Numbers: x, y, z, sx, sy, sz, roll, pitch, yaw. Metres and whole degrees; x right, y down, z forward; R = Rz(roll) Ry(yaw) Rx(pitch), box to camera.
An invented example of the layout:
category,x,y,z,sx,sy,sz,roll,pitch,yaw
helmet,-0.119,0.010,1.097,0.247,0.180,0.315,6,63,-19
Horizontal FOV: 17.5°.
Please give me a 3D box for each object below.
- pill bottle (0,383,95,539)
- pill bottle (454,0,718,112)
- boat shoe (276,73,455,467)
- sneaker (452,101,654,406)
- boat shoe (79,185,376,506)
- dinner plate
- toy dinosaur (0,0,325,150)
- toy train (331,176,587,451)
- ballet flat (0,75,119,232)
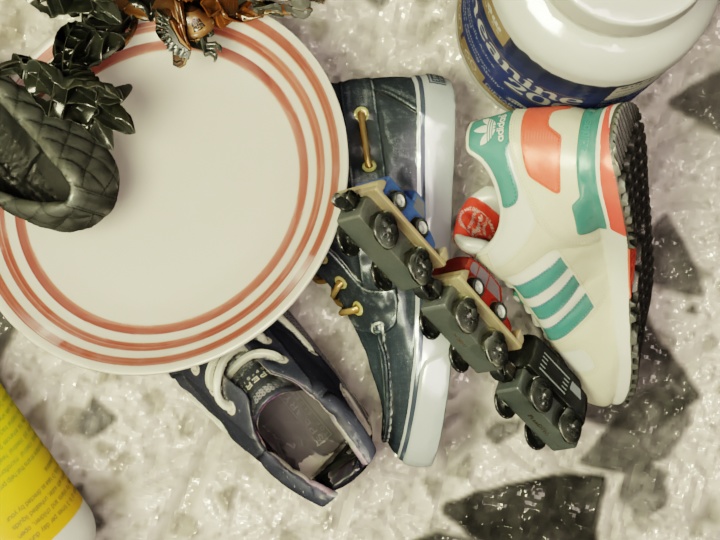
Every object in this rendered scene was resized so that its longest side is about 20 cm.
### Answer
category,x,y,z,sx,sy,sz,roll,pitch,yaw
pill bottle,-0.201,0.114,1.163,0.104,0.104,0.200,-35,100,-2
pill bottle,0.110,-0.137,1.119,0.110,0.200,0.112,0,84,-5
boat shoe,0.000,0.000,1.200,0.090,0.071,0.202,0,92,-4
sneaker,0.097,-0.009,1.183,0.093,0.071,0.200,5,140,13
boat shoe,-0.065,0.035,1.177,0.200,0.093,0.075,43,90,-10
dinner plate,-0.100,-0.043,1.162,0.199,0.024,0.201,-4,73,12
toy dinosaur,-0.120,-0.141,1.148,0.199,0.136,0.102,-5,128,26
toy train,0.052,0.018,1.152,0.200,0.034,0.046,46,50,-32
ballet flat,-0.204,-0.081,1.143,0.199,0.057,0.067,26,90,11
